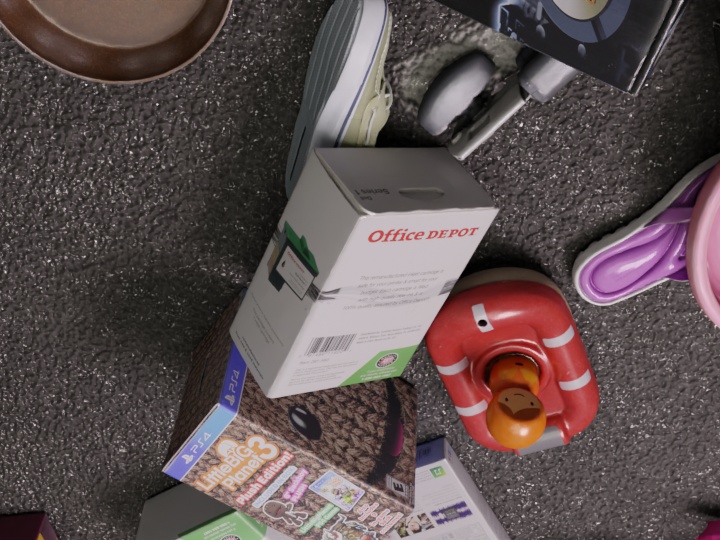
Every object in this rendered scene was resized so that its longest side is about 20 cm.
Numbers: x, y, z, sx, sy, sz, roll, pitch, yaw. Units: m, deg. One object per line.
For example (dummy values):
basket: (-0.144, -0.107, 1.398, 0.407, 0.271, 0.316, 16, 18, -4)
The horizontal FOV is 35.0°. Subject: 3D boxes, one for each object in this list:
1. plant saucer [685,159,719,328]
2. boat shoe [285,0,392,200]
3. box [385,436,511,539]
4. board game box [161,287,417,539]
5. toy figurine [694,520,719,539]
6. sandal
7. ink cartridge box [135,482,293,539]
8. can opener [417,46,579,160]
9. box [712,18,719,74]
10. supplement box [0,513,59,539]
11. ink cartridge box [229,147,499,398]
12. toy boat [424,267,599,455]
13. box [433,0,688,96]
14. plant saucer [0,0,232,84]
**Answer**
plant saucer: (0.341, -0.038, 0.897, 0.199, 0.051, 0.202, -6, 114, -14)
boat shoe: (-0.008, -0.132, 0.886, 0.062, 0.072, 0.201, 2, 135, -21)
box: (0.067, 0.269, 1.181, 0.143, 0.036, 0.201, -21, 120, 18)
board game box: (-0.056, 0.140, 1.019, 0.199, 0.160, 0.097, 31, 122, -18)
toy figurine: (0.347, 0.334, 1.164, 0.183, 0.151, 0.200, -31, 140, 13)
sandal: (0.269, -0.024, 0.944, 0.202, 0.050, 0.082, -38, 116, 26)
ink cartridge box: (-0.117, 0.304, 1.188, 0.145, 0.088, 0.200, -28, 121, 21)
can opener: (0.125, -0.162, 0.853, 0.067, 0.054, 0.200, 35, 120, -21)
box: (0.358, -0.118, 0.811, 0.192, 0.048, 0.201, -22, 119, -3)
supplement box: (-0.361, 0.375, 1.242, 0.085, 0.111, 0.201, -7, 125, 9)
ink cartridge box: (0.000, 0.000, 0.922, 0.145, 0.085, 0.201, -5, 136, -39)
toy boat: (0.133, 0.099, 0.992, 0.130, 0.131, 0.201, -17, 123, 15)
box: (0.131, -0.237, 0.739, 0.199, 0.086, 0.165, 29, 126, 10)
plant saucer: (-0.188, -0.235, 0.836, 0.198, 0.035, 0.201, 2, 127, 3)
